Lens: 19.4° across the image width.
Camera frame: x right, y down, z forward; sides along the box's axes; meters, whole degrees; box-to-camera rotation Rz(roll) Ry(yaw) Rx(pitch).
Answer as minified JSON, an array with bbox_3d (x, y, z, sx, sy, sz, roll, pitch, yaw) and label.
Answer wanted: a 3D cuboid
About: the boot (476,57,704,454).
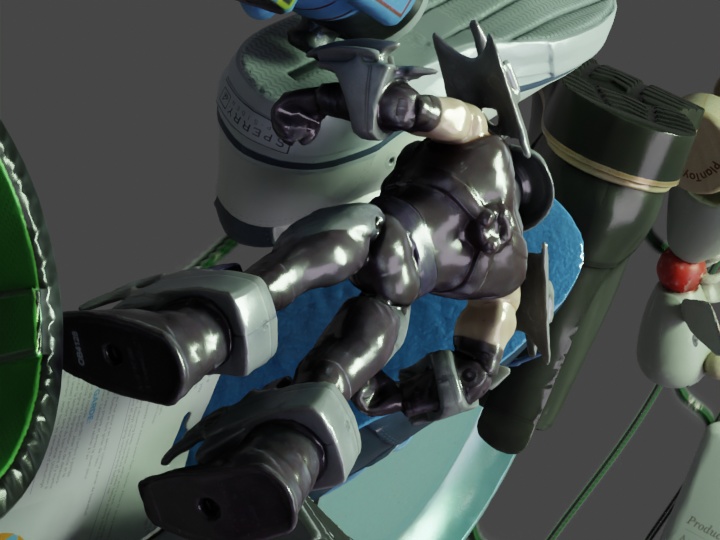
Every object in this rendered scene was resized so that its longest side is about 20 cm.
[{"bbox_3d":[0.082,-0.016,0.875,0.200,0.077,0.139,-40,152,-75],"label":"boot"}]

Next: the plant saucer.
[{"bbox_3d":[0.027,0.065,0.933,0.200,0.027,0.201,-43,147,-37],"label":"plant saucer"}]

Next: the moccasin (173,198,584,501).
[{"bbox_3d":[-0.010,0.035,0.769,0.199,0.081,0.068,-31,169,-4],"label":"moccasin"}]

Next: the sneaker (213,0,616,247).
[{"bbox_3d":[0.016,-0.066,0.756,0.199,0.073,0.071,-24,147,-43],"label":"sneaker"}]

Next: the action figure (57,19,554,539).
[{"bbox_3d":[0.000,0.000,0.642,0.200,0.069,0.131,-35,110,-45],"label":"action figure"}]

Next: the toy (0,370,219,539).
[{"bbox_3d":[-0.125,0.061,0.616,0.199,0.047,0.116,-19,136,-53],"label":"toy"}]

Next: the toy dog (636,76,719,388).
[{"bbox_3d":[0.207,-0.018,1.113,0.132,0.096,0.201,-50,151,-26],"label":"toy dog"}]

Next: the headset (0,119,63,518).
[{"bbox_3d":[-0.142,0.000,0.488,0.200,0.093,0.125,28,55,-65],"label":"headset"}]

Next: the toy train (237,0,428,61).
[{"bbox_3d":[-0.011,-0.129,0.624,0.115,0.086,0.200,-56,157,5],"label":"toy train"}]

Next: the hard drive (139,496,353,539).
[{"bbox_3d":[-0.061,0.134,0.728,0.139,0.038,0.200,-36,163,-2],"label":"hard drive"}]

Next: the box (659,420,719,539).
[{"bbox_3d":[0.314,0.211,1.412,0.200,0.198,0.173,0,114,-64],"label":"box"}]
